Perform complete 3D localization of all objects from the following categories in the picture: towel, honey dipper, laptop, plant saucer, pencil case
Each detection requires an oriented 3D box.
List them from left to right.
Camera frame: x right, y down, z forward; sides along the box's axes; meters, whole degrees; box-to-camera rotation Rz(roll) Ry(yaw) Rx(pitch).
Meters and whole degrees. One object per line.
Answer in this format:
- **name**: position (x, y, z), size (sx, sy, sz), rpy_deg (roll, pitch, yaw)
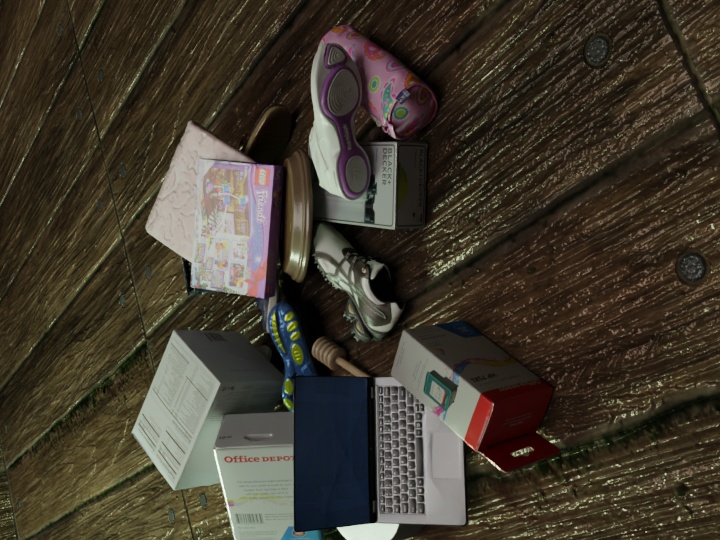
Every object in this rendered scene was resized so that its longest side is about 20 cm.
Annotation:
- **towel**: position (-0.242, -0.110, 1.279), size (0.189, 0.032, 0.203), rpy_deg (31, 103, 16)
- **plant saucer**: position (-0.103, -0.083, 1.211), size (0.200, 0.029, 0.205), rpy_deg (180, 90, -77)
- **honey dipper**: position (0.000, 0.155, 1.170), size (0.199, 0.037, 0.039), rpy_deg (29, 115, 44)
- **pencil case**: position (0.018, -0.256, 1.068), size (0.200, 0.086, 0.089), rpy_deg (49, 128, 36)
- **laptop**: position (0.027, 0.229, 1.000), size (0.195, 0.116, 0.192), rpy_deg (-4, 80, 19)

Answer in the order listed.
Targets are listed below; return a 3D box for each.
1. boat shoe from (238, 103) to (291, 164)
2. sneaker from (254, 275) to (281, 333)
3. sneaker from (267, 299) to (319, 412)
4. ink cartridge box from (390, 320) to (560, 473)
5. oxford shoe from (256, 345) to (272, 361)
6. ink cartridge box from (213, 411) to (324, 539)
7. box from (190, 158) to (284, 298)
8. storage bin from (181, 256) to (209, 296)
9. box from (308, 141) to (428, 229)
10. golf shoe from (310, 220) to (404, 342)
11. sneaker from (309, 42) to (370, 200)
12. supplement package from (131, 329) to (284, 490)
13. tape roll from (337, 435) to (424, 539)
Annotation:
- **boat shoe**: position (-0.177, -0.208, 1.323), size (0.073, 0.071, 0.201), rpy_deg (58, 140, 27)
- **sneaker**: position (-0.178, 0.007, 1.307), size (0.075, 0.082, 0.205), rpy_deg (96, 168, -70)
- **sneaker**: position (-0.096, 0.143, 1.265), size (0.069, 0.083, 0.204), rpy_deg (-9, 102, 16)
- **ink cartridge box**: position (0.143, 0.142, 0.934), size (0.199, 0.115, 0.069), rpy_deg (37, 120, 41)
- **oxford shoe**: position (-0.198, 0.223, 1.405), size (0.203, 0.057, 0.075), rpy_deg (-63, 19, 15)
- **ink cartridge box**: position (-0.135, 0.322, 1.218), size (0.085, 0.141, 0.204), rpy_deg (-82, -13, -61)
- **box**: position (-0.192, -0.066, 1.226), size (0.134, 0.039, 0.205), rpy_deg (8, 97, 20)
- **storage bin**: position (-0.270, -0.064, 1.395), size (0.135, 0.092, 0.205), rpy_deg (163, 98, -71)
- **box**: position (0.006, -0.124, 1.116), size (0.198, 0.059, 0.120), rpy_deg (12, 103, 49)
- **golf shoe**: position (0.000, 0.000, 1.134), size (0.094, 0.077, 0.202), rpy_deg (-43, 70, 34)
- **sneaker**: position (-0.044, -0.196, 1.049), size (0.099, 0.074, 0.205), rpy_deg (17, 118, 53)
- **supplement package**: position (-0.250, 0.225, 1.301), size (0.150, 0.150, 0.203), rpy_deg (37, 108, 36)
- **tape roll**: position (0.017, 0.292, 1.140), size (0.198, 0.065, 0.206), rpy_deg (6, 97, 50)
